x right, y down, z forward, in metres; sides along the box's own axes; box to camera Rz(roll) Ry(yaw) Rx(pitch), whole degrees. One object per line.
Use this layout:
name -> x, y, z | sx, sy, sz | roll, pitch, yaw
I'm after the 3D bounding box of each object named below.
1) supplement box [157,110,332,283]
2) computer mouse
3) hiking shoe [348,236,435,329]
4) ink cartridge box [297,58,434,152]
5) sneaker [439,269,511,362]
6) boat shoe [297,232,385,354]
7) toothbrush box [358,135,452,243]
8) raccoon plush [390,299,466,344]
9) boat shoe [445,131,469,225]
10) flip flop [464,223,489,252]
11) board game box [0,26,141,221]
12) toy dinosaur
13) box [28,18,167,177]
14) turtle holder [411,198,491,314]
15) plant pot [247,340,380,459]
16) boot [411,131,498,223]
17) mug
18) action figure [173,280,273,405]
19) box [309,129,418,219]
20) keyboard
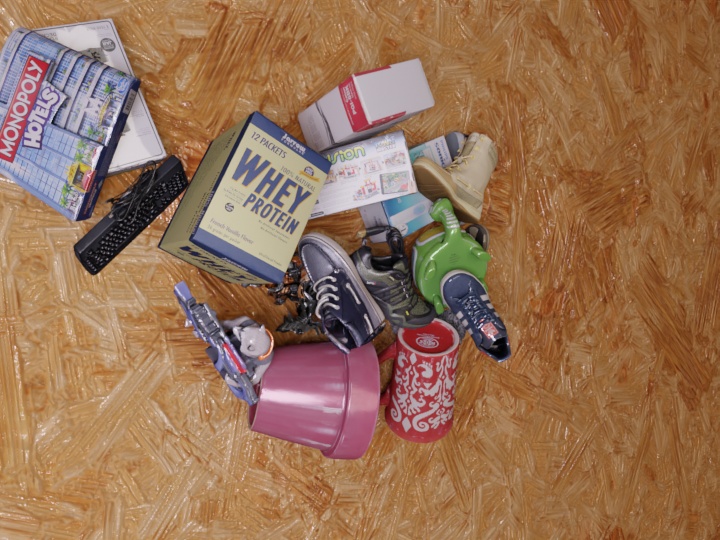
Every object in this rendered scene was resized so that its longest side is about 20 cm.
supplement box -> -0.176, -0.096, 0.800 | 0.134, 0.200, 0.201 | 30, 73, -29
computer mouse -> 0.000, 0.000, 0.956 | 0.199, 0.046, 0.141 | -15, 115, -12
hiking shoe -> 0.061, 0.026, 0.907 | 0.200, 0.101, 0.076 | 29, 31, -21
ink cartridge box -> 0.003, -0.275, 0.924 | 0.147, 0.200, 0.083 | -26, 100, -31
sneaker -> 0.212, 0.084, 0.947 | 0.075, 0.085, 0.200 | -36, 118, 8
boat shoe -> -0.042, 0.035, 0.834 | 0.200, 0.075, 0.093 | 51, 33, -1
toothbrush box -> 0.092, -0.158, 1.049 | 0.200, 0.085, 0.147 | -28, 105, -32
raccoon plush -> 0.109, 0.098, 1.023 | 0.199, 0.134, 0.097 | 11, 84, -33
boat shoe -> 0.233, -0.194, 1.148 | 0.091, 0.071, 0.201 | 0, 87, -29
flip flop -> 0.218, -0.005, 1.088 | 0.057, 0.081, 0.201 | -13, 129, -40
board game box -> -0.414, -0.193, 0.676 | 0.199, 0.062, 0.201 | 22, 96, -11
toy dinosaur -> -0.098, 0.036, 0.898 | 0.199, 0.102, 0.136 | 4, 78, 10
box -> -0.371, -0.235, 0.758 | 0.116, 0.060, 0.201 | -27, 103, -31
turtle holder -> 0.149, -0.025, 0.996 | 0.141, 0.132, 0.186 | -37, 125, 7
plant pot -> -0.084, 0.199, 0.874 | 0.178, 0.200, 0.201 | 8, 84, -17
boot -> 0.182, -0.198, 1.010 | 0.200, 0.073, 0.156 | 31, 76, -37
mug -> 0.095, 0.199, 0.972 | 0.177, 0.134, 0.201 | -10, 125, -18
action figure -> -0.192, 0.086, 0.790 | 0.105, 0.193, 0.200 | -35, 107, -30
box -> -0.009, -0.165, 0.937 | 0.199, 0.035, 0.110 | -12, 98, 9
keyboard -> -0.317, -0.078, 0.768 | 0.040, 0.104, 0.200 | 31, 67, 14
